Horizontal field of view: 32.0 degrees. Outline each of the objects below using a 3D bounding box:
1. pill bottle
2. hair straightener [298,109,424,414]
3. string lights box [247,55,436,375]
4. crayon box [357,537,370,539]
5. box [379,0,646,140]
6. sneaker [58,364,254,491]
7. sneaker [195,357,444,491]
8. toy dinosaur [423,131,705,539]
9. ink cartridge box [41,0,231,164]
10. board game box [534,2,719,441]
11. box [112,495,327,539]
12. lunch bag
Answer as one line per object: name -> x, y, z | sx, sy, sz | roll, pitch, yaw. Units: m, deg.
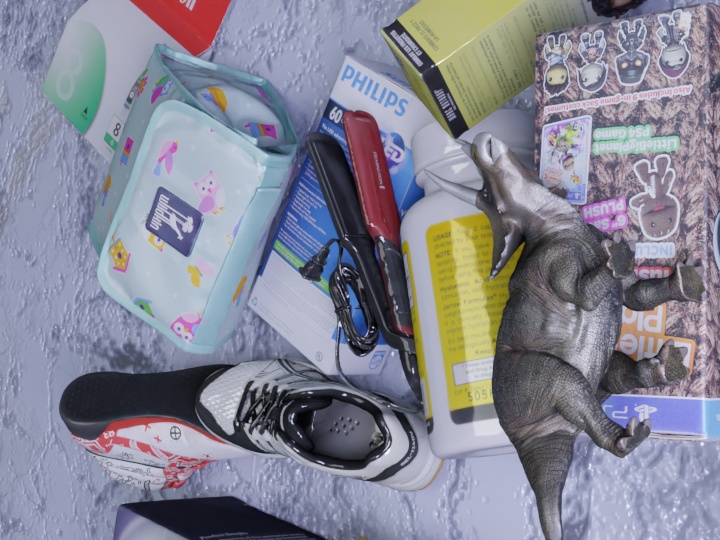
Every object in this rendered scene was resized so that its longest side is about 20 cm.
pill bottle -> 0.083, 0.009, 0.765 | 0.111, 0.111, 0.201 | -18, 75, 42
hair straightener -> 0.000, 0.000, 0.827 | 0.077, 0.041, 0.201 | -23, 81, 36
string lights box -> 0.002, -0.037, 0.884 | 0.103, 0.059, 0.200 | 38, 112, 39
crayon box -> 0.049, 0.287, 0.775 | 0.172, 0.058, 0.201 | 10, 94, 24
box -> 0.112, -0.164, 0.719 | 0.200, 0.075, 0.050 | -36, 57, 3
sneaker -> -0.129, 0.129, 0.995 | 0.201, 0.108, 0.067 | 1, 55, 11
sneaker -> -0.041, 0.097, 0.865 | 0.199, 0.088, 0.076 | 8, 80, 29
toy dinosaur -> 0.095, 0.034, 0.573 | 0.102, 0.077, 0.201 | -4, 89, 55
ink cartridge box -> -0.196, -0.204, 1.100 | 0.161, 0.050, 0.200 | 43, 117, 38
board game box -> 0.173, -0.017, 0.647 | 0.097, 0.159, 0.201 | -2, 86, 44
box -> -0.090, 0.288, 0.903 | 0.198, 0.123, 0.201 | 11, 94, 45
lunch bag -> -0.120, -0.054, 0.934 | 0.171, 0.122, 0.200 | -65, 28, 19
